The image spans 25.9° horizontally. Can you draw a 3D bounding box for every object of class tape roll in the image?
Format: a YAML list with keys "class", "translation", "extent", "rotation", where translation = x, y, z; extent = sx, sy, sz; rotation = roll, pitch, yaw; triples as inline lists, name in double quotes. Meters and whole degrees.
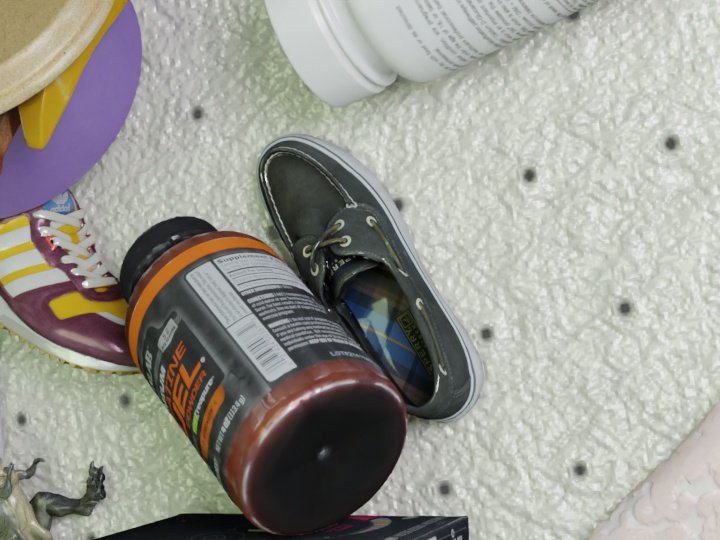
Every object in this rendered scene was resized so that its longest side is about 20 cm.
- class: "tape roll"
  translation: [-0.241, -0.138, 0.961]
  extent: [0.198, 0.085, 0.202]
  rotation: [-5, 68, 13]

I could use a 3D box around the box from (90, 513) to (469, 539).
- class: "box"
  translation: [-0.047, 0.196, 0.883]
  extent: [0.198, 0.122, 0.107]
  rotation: [-4, 88, 24]

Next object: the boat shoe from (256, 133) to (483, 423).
- class: "boat shoe"
  translation: [0.000, 0.000, 0.901]
  extent: [0.069, 0.057, 0.201]
  rotation: [-42, 74, 18]

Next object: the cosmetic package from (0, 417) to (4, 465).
- class: "cosmetic package"
  translation: [-0.281, 0.115, 1.030]
  extent: [0.082, 0.051, 0.202]
  rotation: [-7, 86, 23]

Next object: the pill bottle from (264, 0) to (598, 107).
- class: "pill bottle"
  translation: [0.053, -0.172, 0.848]
  extent: [0.199, 0.113, 0.114]
  rotation: [-24, 80, 22]

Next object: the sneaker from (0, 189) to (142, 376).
- class: "sneaker"
  translation: [-0.193, -0.006, 0.980]
  extent: [0.199, 0.075, 0.091]
  rotation: [26, 100, 20]

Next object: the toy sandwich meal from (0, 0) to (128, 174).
- class: "toy sandwich meal"
  translation: [-0.214, -0.136, 0.876]
  extent: [0.203, 0.070, 0.207]
  rotation: [-8, 57, 13]

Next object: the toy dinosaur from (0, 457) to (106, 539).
- class: "toy dinosaur"
  translation: [-0.200, 0.172, 0.993]
  extent: [0.087, 0.047, 0.202]
  rotation: [-13, 101, 8]

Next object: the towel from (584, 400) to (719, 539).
- class: "towel"
  translation: [0.233, 0.156, 0.808]
  extent: [0.191, 0.032, 0.200]
  rotation: [47, 106, 18]

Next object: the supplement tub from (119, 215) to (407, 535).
- class: "supplement tub"
  translation: [-0.065, 0.049, 0.878]
  extent: [0.107, 0.106, 0.200]
  rotation: [-58, 44, 13]
